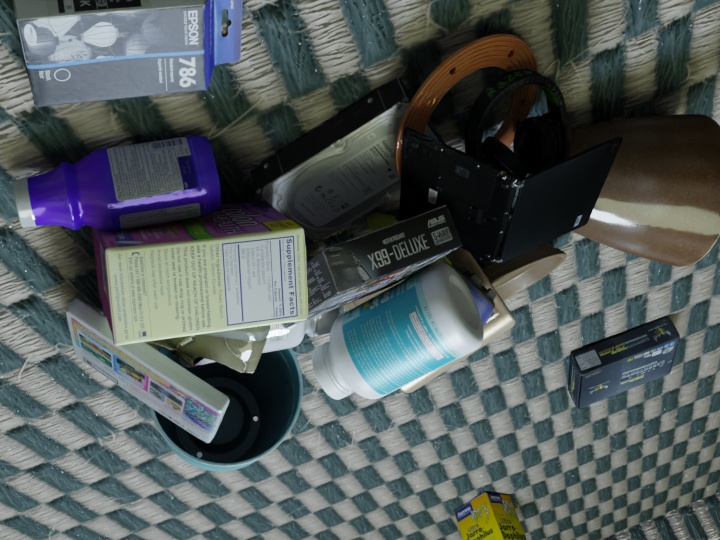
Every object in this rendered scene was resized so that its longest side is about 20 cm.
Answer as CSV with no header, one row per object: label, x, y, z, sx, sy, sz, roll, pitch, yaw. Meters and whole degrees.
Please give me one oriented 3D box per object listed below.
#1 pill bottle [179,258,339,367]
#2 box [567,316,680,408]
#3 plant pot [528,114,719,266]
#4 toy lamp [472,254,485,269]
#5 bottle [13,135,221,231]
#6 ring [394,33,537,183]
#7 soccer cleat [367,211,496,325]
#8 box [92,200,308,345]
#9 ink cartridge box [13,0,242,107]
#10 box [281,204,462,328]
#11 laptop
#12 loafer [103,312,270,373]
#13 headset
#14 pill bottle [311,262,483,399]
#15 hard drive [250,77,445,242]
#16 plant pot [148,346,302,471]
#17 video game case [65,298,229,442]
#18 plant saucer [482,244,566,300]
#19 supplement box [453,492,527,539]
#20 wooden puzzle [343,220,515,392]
pill bottle,-0.132,0.047,1.140,0.197,0.115,0.114,-9,146,-16
box,0.487,0.175,1.713,0.197,0.052,0.158,-20,148,-2
plant pot,0.313,-0.108,1.126,0.196,0.189,0.188,5,142,-13
toy lamp,0.074,0.019,1.266,0.198,0.059,0.058,-26,147,7
bottle,-0.242,-0.082,0.924,0.197,0.084,0.066,-12,147,-15
ring,0.115,-0.169,1.009,0.198,0.019,0.202,-27,144,-22
soccer cleat,0.079,0.006,1.147,0.084,0.199,0.065,-51,-174,-2
box,-0.174,-0.005,0.972,0.197,0.176,0.099,-6,105,-19
ink cartridge box,-0.197,-0.203,0.819,0.197,0.040,0.100,-11,145,-15
box,0.000,0.000,1.028,0.156,0.050,0.200,-20,175,-24
laptop,0.151,-0.096,0.982,0.104,0.198,0.178,-59,166,-23
loafer,-0.196,0.075,1.020,0.197,0.075,0.071,9,107,18
headset,0.173,-0.135,1.048,0.122,0.094,0.202,-27,129,-15
pill bottle,0.040,0.082,1.099,0.198,0.112,0.110,-29,146,20
hard drive,-0.007,-0.118,1.043,0.198,0.038,0.140,-30,146,13
plant pot,-0.188,0.180,1.247,0.197,0.203,0.188,-9,161,-16
video game case,-0.243,0.120,1.051,0.198,0.024,0.182,33,155,0
plant saucer,0.197,0.016,1.300,0.198,0.030,0.200,-25,167,-6
supplement box,0.317,0.636,2.144,0.109,0.202,0.108,-39,143,27
wooden puzzle,0.079,0.038,1.215,0.184,0.201,0.037,-34,-172,17
